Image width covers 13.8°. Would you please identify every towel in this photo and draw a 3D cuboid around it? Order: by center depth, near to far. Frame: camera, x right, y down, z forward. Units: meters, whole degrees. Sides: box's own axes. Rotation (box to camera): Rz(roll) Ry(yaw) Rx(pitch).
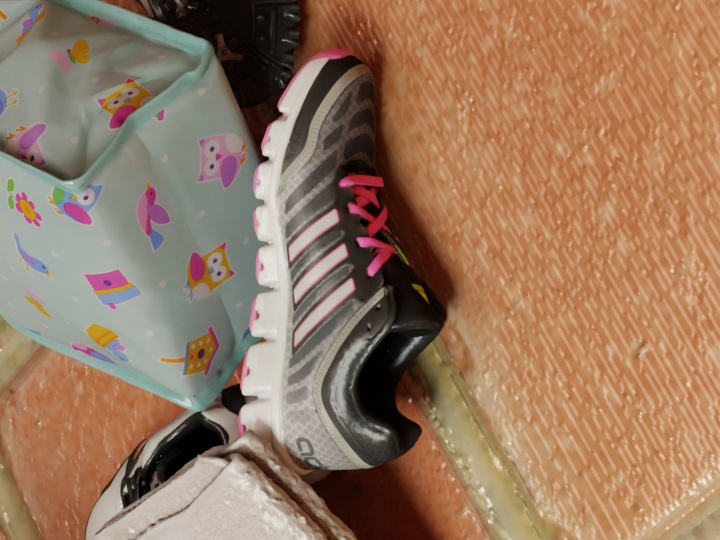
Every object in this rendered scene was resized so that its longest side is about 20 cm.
[{"bbox_3d":[-0.027,0.170,1.392,0.200,0.035,0.132,45,136,-8],"label":"towel"}]

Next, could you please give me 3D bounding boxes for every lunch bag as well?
[{"bbox_3d":[-0.138,-0.047,1.423,0.199,0.122,0.171,24,150,40],"label":"lunch bag"}]

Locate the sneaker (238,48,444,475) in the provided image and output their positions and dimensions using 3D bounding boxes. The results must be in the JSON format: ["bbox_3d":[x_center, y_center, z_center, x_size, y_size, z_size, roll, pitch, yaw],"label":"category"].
[{"bbox_3d":[0.000,0.000,1.367,0.087,0.074,0.201,5,90,24],"label":"sneaker"}]

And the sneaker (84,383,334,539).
[{"bbox_3d":[-0.091,0.104,1.478,0.200,0.080,0.074,-41,70,45],"label":"sneaker"}]

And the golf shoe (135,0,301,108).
[{"bbox_3d":[-0.093,-0.158,1.444,0.201,0.077,0.095,63,157,14],"label":"golf shoe"}]
